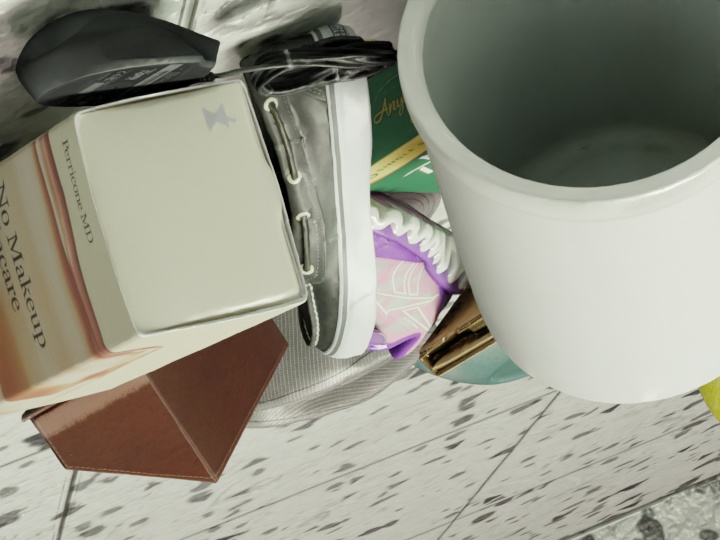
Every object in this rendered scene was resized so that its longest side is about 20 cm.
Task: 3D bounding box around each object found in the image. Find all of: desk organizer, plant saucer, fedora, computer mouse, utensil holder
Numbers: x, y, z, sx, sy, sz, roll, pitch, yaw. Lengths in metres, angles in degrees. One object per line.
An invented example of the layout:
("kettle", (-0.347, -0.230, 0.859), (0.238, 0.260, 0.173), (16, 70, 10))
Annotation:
("desk organizer", (-0.101, 0.055, 1.386), (0.072, 0.077, 0.200), (-29, -168, 17))
("plant saucer", (0.137, 0.044, 1.997), (0.200, 0.039, 0.201), (-23, 165, -6))
("fedora", (-0.026, 0.033, 1.569), (0.199, 0.091, 0.177), (-24, 166, -1))
("computer mouse", (-0.063, -0.095, 1.131), (0.200, 0.034, 0.059), (-6, 167, -46))
("utensil holder", (0.115, -0.051, 1.220), (0.169, 0.170, 0.200), (-23, 148, -4))

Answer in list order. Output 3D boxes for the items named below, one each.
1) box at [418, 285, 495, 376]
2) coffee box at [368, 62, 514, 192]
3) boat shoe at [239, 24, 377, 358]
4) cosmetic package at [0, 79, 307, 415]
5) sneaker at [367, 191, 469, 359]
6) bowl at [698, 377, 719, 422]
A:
("box", (0.125, -0.038, 1.485), (0.163, 0.021, 0.200), (-36, -167, 51))
("coffee box", (0.072, -0.085, 1.394), (0.123, 0.044, 0.200), (-32, 164, 27))
("boat shoe", (-0.027, -0.034, 1.280), (0.056, 0.069, 0.201), (-11, 134, -11))
("cosmetic package", (-0.117, -0.005, 1.176), (0.087, 0.104, 0.200), (-13, 173, -32))
("sneaker", (0.000, 0.000, 1.433), (0.089, 0.080, 0.200), (-57, 154, 2))
("bowl", (0.303, 0.038, 2.064), (0.107, 0.201, 0.200), (16, 175, 15))
